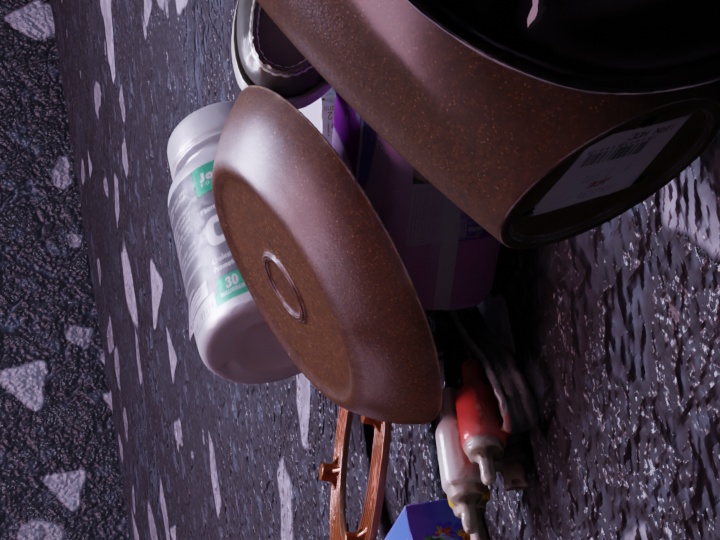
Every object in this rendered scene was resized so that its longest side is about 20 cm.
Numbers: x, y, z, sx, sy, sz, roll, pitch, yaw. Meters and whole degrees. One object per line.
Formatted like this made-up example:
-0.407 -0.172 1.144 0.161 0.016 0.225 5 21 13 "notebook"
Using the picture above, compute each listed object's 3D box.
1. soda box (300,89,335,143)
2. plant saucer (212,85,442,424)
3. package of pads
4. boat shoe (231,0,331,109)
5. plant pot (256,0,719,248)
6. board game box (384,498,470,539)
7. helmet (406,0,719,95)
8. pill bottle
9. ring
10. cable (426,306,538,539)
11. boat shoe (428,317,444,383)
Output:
-0.021 -0.103 1.034 0.200 0.063 0.069 -130 37 -66 "soda box"
-0.027 0.001 0.838 0.201 0.036 0.201 51 161 26 "plant saucer"
0.033 -0.092 0.812 0.121 0.075 0.201 -117 25 -51 "package of pads"
-0.021 -0.178 0.877 0.060 0.072 0.203 109 180 -57 "boat shoe"
0.047 -0.117 0.602 0.201 0.186 0.187 62 158 20 "plant pot"
0.041 0.236 0.969 0.200 0.044 0.135 112 148 -61 "board game box"
0.065 -0.156 0.439 0.191 0.198 0.201 -83 -3 -58 "helmet"
-0.086 -0.025 1.214 0.114 0.112 0.201 103 156 -51 "pill bottle"
-0.006 0.117 1.061 0.200 0.019 0.202 -173 90 -81 "ring"
0.048 0.042 0.850 0.097 0.050 0.201 98 159 -52 "cable"
0.000 0.000 0.979 0.200 0.072 0.071 47 120 51 "boat shoe"
